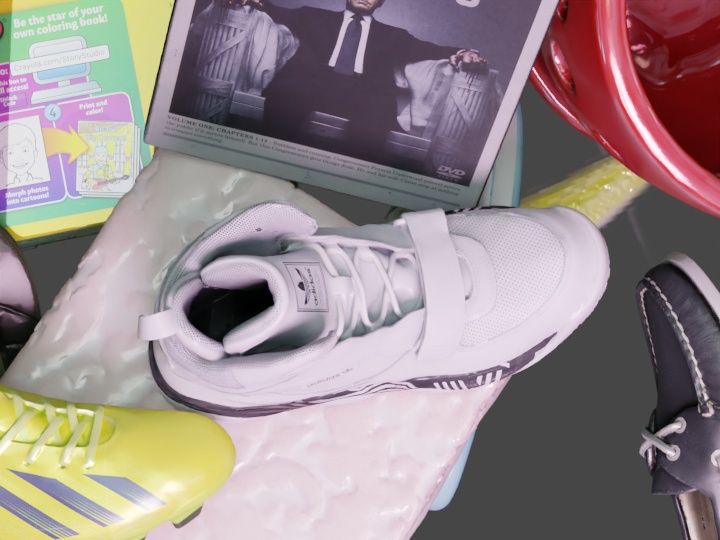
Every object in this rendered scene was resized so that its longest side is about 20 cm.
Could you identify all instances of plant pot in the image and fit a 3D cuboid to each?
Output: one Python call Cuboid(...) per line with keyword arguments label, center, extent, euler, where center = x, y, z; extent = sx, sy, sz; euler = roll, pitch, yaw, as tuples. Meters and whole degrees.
Cuboid(label="plant pot", center=(0.161, -0.128, 1.042), extent=(0.199, 0.182, 0.202), euler=(-4, 103, -17))

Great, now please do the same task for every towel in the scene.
Cuboid(label="towel", center=(-0.056, 0.063, 1.046), extent=(0.191, 0.032, 0.200), euler=(32, 83, 10))

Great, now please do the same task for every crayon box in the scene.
Cuboid(label="crayon box", center=(-0.135, -0.075, 1.110), extent=(0.199, 0.058, 0.119), euler=(-10, 88, -2))

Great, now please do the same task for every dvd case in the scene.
Cuboid(label="dvd case", center=(0.000, -0.107, 0.981), extent=(0.150, 0.200, 0.025), euler=(14, 49, -5))

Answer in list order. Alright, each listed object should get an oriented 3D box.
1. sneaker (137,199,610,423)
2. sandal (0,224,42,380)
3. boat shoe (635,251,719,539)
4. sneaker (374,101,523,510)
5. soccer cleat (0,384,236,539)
Cuboid(label="sneaker", center=(0.004, 0.012, 0.975), extent=(0.199, 0.115, 0.076), euler=(-13, 78, 2))
Cuboid(label="sandal", center=(-0.171, 0.068, 1.098), extent=(0.079, 0.057, 0.202), euler=(-8, 106, -19))
Cuboid(label="boat shoe", center=(0.162, 0.092, 1.103), extent=(0.060, 0.076, 0.201), euler=(-21, 87, -8))
Cuboid(label="sneaker", center=(0.000, 0.000, 1.102), extent=(0.130, 0.080, 0.201), euler=(12, 86, -2))
Cuboid(label="soccer cleat", center=(-0.152, 0.071, 0.991), extent=(0.199, 0.065, 0.084), euler=(-2, 121, 7))
